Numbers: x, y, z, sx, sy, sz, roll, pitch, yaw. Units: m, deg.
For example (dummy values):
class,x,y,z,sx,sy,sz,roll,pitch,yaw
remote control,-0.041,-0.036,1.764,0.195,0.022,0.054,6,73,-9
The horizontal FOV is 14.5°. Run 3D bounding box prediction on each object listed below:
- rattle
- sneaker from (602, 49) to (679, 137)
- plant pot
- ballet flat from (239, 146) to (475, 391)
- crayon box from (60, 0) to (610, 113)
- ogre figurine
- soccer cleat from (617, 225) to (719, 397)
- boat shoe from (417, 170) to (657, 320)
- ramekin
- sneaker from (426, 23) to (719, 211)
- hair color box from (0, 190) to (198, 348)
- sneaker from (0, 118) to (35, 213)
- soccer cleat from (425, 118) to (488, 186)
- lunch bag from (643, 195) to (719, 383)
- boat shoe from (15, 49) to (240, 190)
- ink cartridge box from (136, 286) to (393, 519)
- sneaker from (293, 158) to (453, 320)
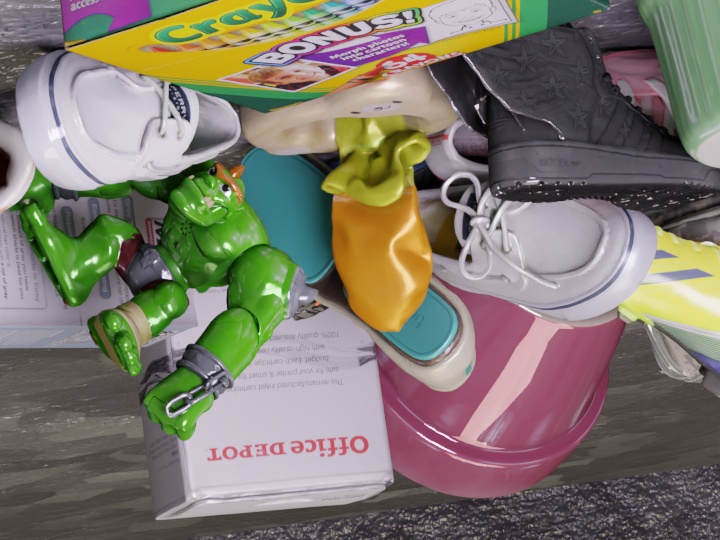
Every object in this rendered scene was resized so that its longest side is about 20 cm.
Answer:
class,x,y,z,sx,sy,sz,roll,pitch,yaw
rattle,-0.002,-0.055,1.531,0.130,0.143,0.200,12,171,-8
sneaker,0.197,-0.094,1.601,0.200,0.076,0.105,-11,-176,-33
plant pot,0.095,0.024,1.888,0.199,0.201,0.179,-3,151,-27
ballet flat,0.000,0.000,1.679,0.069,0.200,0.070,-31,149,-21
crayon box,-0.012,-0.136,1.315,0.199,0.059,0.172,-15,167,28
ogre figurine,-0.112,-0.010,1.597,0.120,0.200,0.098,-30,133,-16
soccer cleat,0.197,0.007,1.697,0.084,0.200,0.065,-50,-172,11
boat shoe,0.081,-0.024,1.626,0.086,0.075,0.202,24,173,-32
ramekin,0.249,-0.121,1.478,0.199,0.098,0.200,-8,169,-2
sneaker,0.118,-0.090,1.514,0.199,0.105,0.060,1,166,-39
hair color box,-0.200,-0.007,1.693,0.199,0.099,0.061,1,165,-39
sneaker,-0.269,-0.048,1.507,0.199,0.079,0.079,-16,177,-25
soccer cleat,0.136,-0.080,1.669,0.199,0.069,0.085,-3,180,-4
lunch bag,0.264,-0.027,1.772,0.200,0.168,0.139,-18,166,36
boat shoe,-0.118,-0.085,1.479,0.067,0.074,0.200,-15,180,14
ink cartridge box,-0.069,0.055,1.834,0.145,0.201,0.085,-3,166,-23
sneaker,0.014,-0.046,1.760,0.199,0.079,0.075,-23,131,4
